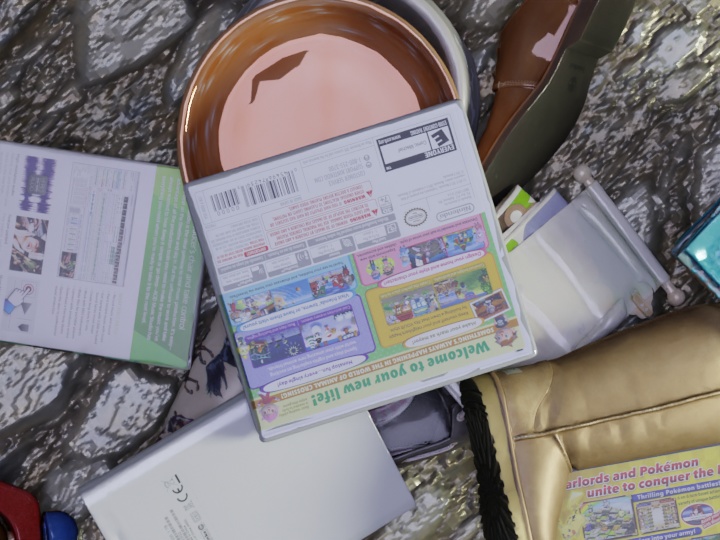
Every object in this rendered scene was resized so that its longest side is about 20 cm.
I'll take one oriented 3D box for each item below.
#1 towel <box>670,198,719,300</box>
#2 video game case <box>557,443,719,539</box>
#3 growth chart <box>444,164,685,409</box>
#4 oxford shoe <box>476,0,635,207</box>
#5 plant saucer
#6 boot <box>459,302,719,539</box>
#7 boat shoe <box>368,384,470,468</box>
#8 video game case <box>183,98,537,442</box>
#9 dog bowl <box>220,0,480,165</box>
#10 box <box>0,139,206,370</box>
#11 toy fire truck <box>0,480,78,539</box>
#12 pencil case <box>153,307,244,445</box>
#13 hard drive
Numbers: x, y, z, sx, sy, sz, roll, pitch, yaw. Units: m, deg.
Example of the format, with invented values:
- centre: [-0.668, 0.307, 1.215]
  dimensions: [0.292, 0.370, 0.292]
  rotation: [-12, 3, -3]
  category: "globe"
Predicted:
- centre: [0.335, 0.002, 1.465]
  dimensions: [0.200, 0.022, 0.147]
  rotation: [43, 94, 0]
  category: "towel"
- centre: [0.237, 0.214, 1.535]
  dimensions: [0.198, 0.026, 0.182]
  rotation: [-10, 91, 2]
  category: "video game case"
- centre: [0.119, 0.013, 1.509]
  dimensions: [0.199, 0.018, 0.145]
  rotation: [-33, 92, -14]
  category: "growth chart"
- centre: [0.121, -0.137, 1.518]
  dimensions: [0.071, 0.071, 0.201]
  rotation: [32, 95, 30]
  category: "oxford shoe"
- centre: [-0.027, -0.090, 1.468]
  dimensions: [0.198, 0.037, 0.202]
  rotation: [0, 91, 1]
  category: "plant saucer"
- centre: [0.181, 0.128, 1.483]
  dimensions: [0.198, 0.066, 0.177]
  rotation: [-12, 98, -16]
  category: "boot"
- centre: [0.035, 0.109, 1.519]
  dimensions: [0.199, 0.057, 0.067]
  rotation: [-24, 91, 1]
  category: "boat shoe"
- centre: [0.000, 0.000, 1.436]
  dimensions: [0.198, 0.022, 0.183]
  rotation: [-17, 91, -3]
  category: "video game case"
- centre: [-0.012, -0.123, 1.514]
  dimensions: [0.198, 0.059, 0.202]
  rotation: [0, 91, 0]
  category: "dog bowl"
- centre: [-0.209, -0.013, 1.531]
  dimensions: [0.198, 0.036, 0.146]
  rotation: [9, 92, 2]
  category: "box"
- centre: [-0.281, 0.235, 1.512]
  dimensions: [0.167, 0.112, 0.202]
  rotation: [-5, 92, -23]
  category: "toy fire truck"
- centre: [-0.083, 0.083, 1.511]
  dimensions: [0.077, 0.089, 0.201]
  rotation: [26, 91, 28]
  category: "pencil case"
- centre: [-0.077, 0.157, 1.465]
  dimensions: [0.199, 0.026, 0.133]
  rotation: [-30, 105, -8]
  category: "hard drive"
